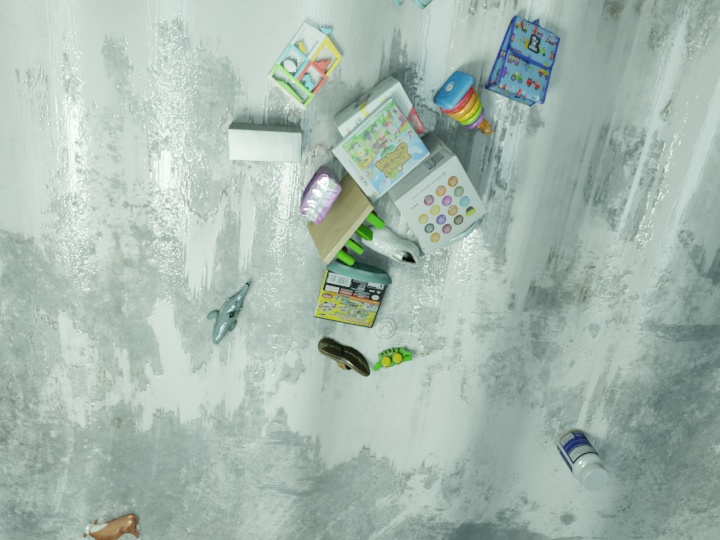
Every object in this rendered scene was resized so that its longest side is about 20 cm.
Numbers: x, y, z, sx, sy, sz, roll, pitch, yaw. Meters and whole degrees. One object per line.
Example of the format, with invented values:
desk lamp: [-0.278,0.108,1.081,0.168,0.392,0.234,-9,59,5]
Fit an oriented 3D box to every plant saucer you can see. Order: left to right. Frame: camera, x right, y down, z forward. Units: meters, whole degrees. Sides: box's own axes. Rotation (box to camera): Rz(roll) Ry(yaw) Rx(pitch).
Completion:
plant saucer: [0.000,0.000,1.614,0.193,0.200,0.028,12,98,-12]

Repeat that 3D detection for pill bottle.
pill bottle: [0.785,0.670,1.982,0.111,0.201,0.120,-2,114,-6]

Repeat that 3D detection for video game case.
video game case: [-0.031,0.084,1.716,0.193,0.026,0.185,11,122,-12]
video game case: [0.054,-0.304,1.435,0.198,0.022,0.182,-38,118,10]

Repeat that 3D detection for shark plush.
shark plush: [-0.379,0.129,1.675,0.199,0.084,0.091,-43,111,11]

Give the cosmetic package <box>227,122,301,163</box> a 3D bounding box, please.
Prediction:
cosmetic package: [-0.253,-0.340,1.491,0.193,0.107,0.093,-1,113,-5]

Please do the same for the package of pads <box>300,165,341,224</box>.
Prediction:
package of pads: [-0.108,-0.209,1.512,0.075,0.201,0.122,33,102,-14]

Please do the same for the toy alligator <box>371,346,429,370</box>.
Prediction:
toy alligator: [0.124,0.274,1.819,0.194,0.059,0.056,-17,73,0]

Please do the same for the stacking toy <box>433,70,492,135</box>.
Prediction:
stacking toy: [0.301,-0.437,1.539,0.198,0.116,0.111,36,99,-33]

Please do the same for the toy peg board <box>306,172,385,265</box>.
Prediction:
toy peg board: [-0.036,-0.130,1.566,0.097,0.201,0.201,32,106,-35]

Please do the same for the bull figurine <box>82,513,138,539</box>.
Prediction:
bull figurine: [-0.857,0.908,1.939,0.194,0.066,0.124,-17,117,2]

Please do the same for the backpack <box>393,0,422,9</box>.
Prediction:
backpack: [0.118,-0.732,1.347,0.199,0.178,0.153,39,120,-21]

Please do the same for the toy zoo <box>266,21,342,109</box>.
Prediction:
toy zoo: [-0.137,-0.547,1.468,0.130,0.021,0.201,36,104,-19]

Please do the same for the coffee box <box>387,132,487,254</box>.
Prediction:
coffee box: [0.196,-0.213,1.539,0.197,0.202,0.199,-35,121,8]

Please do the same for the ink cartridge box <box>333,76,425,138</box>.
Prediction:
ink cartridge box: [0.045,-0.389,1.489,0.197,0.146,0.147,-34,114,8]

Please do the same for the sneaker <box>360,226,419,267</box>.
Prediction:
sneaker: [0.094,-0.071,1.655,0.194,0.088,0.076,19,111,-13]

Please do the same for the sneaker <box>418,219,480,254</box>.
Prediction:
sneaker: [0.261,-0.121,1.664,0.196,0.074,0.072,-29,116,5]

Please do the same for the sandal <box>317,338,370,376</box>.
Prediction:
sandal: [-0.056,0.284,1.787,0.196,0.083,0.055,26,124,-18]

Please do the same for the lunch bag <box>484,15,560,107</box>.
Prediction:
lunch bag: [0.445,-0.571,1.511,0.146,0.094,0.206,16,97,-12]
